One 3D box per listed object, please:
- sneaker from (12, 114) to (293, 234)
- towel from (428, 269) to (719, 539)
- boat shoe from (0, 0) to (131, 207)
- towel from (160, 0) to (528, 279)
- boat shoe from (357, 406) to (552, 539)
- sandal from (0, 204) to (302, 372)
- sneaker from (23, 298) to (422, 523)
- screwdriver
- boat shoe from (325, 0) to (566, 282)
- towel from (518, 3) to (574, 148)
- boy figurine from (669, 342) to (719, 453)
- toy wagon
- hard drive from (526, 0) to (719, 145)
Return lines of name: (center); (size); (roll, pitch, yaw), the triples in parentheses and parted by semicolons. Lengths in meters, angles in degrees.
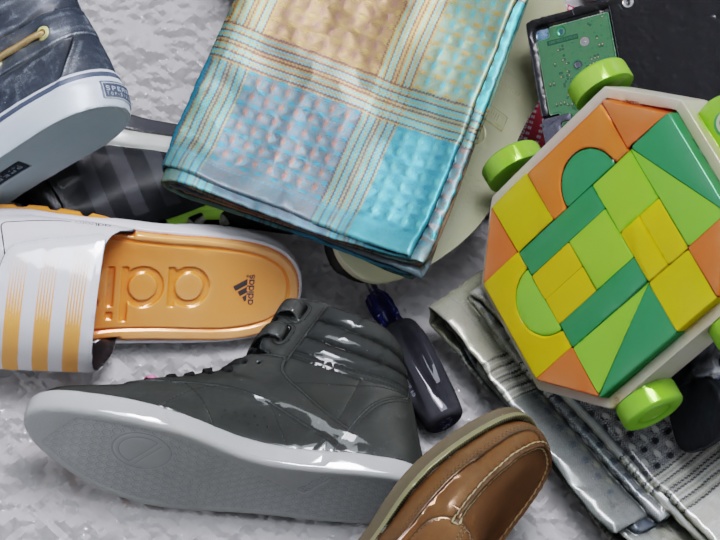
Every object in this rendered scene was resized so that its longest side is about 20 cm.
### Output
sneaker: (-0.123, -0.035, 1.357); (0.199, 0.072, 0.083); (16, 79, 2)
towel: (0.163, 0.042, 1.355); (0.200, 0.035, 0.193); (-33, 75, -26)
boat shoe: (-0.210, -0.071, 1.305); (0.200, 0.071, 0.091); (-28, 70, 13)
towel: (-0.001, -0.109, 1.318); (0.146, 0.022, 0.201); (19, 76, 13)
boat shoe: (0.030, 0.150, 1.241); (0.200, 0.072, 0.068); (-44, 49, -19)
sandal: (-0.125, 0.011, 1.297); (0.206, 0.080, 0.059); (-3, 19, -13)
sneaker: (-0.064, 0.061, 1.294); (0.199, 0.071, 0.100); (9, 54, -11)
screwdriver: (0.000, 0.000, 1.370); (0.028, 0.029, 0.200); (-18, 60, -21)
boat shoe: (0.039, -0.070, 1.372); (0.074, 0.063, 0.202); (40, 62, -16)
towel: (0.045, -0.103, 1.445); (0.199, 0.023, 0.145); (17, 58, 3)
boy figurine: (0.249, 0.035, 1.327); (0.199, 0.064, 0.125); (-10, 73, -22)
toy wagon: (0.139, -0.026, 1.264); (0.039, 0.200, 0.156); (-4, 58, -47)
hard drive: (0.190, -0.080, 1.314); (0.199, 0.038, 0.140); (-14, 80, 20)
